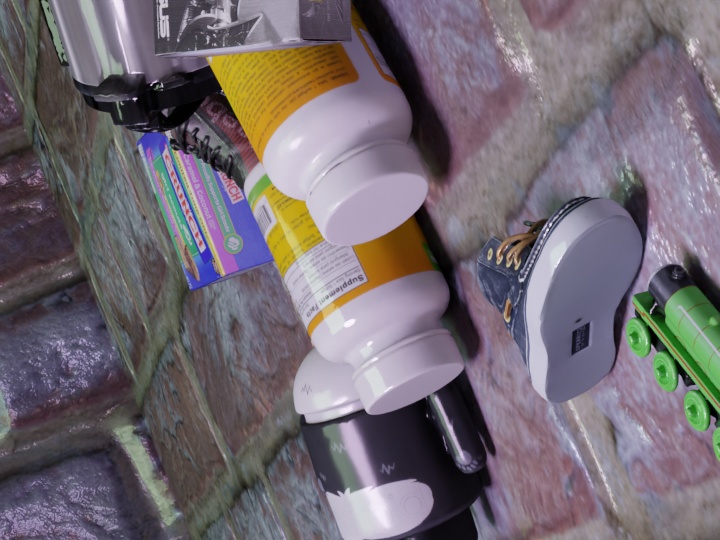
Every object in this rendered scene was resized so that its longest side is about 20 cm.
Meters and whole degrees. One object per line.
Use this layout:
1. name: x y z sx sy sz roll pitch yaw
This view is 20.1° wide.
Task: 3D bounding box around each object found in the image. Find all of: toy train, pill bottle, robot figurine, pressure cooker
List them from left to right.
1. pressure cooker: -0.176 -0.221 1.727 0.179 0.175 0.201 38 147 57
2. pill bottle: -0.032 -0.122 1.436 0.111 0.110 0.201 96 150 -61
3. pill bottle: 0.000 0.000 1.524 0.111 0.110 0.201 110 136 -69
4. robot figurine: 0.024 0.140 1.617 0.125 0.149 0.201 -52 -59 -81
5. toy train: 0.198 0.069 1.047 0.200 0.041 0.057 -124 29 -42

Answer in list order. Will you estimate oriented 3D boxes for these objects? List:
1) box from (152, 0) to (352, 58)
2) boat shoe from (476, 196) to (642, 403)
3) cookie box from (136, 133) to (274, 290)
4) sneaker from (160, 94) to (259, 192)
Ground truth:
1. box: -0.076 -0.245 1.347 0.158 0.048 0.202 2 95 49
2. boat shoe: 0.108 -0.002 1.201 0.091 0.070 0.201 57 164 26
3. cookie box: -0.152 -0.076 2.041 0.200 0.075 0.172 160 90 -75
4. sneaker: -0.130 -0.124 1.851 0.201 0.097 0.071 59 161 28
